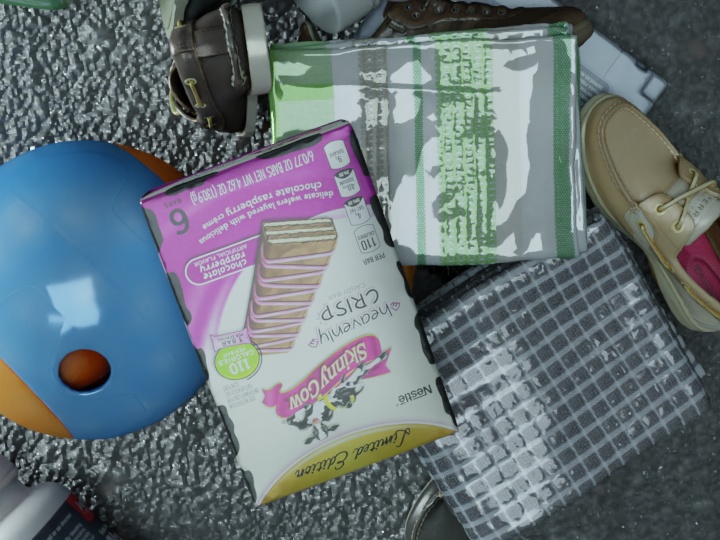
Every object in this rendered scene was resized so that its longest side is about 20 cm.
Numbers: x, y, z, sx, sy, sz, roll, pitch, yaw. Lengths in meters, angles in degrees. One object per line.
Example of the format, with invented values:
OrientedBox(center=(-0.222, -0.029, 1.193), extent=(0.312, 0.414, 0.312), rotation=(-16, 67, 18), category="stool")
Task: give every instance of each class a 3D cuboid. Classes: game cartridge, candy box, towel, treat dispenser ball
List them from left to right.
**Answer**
OrientedBox(center=(-0.183, 0.013, 0.977), extent=(0.200, 0.201, 0.202), rotation=(1, 101, 4), category="treat dispenser ball")
OrientedBox(center=(-0.037, 0.025, 0.884), extent=(0.136, 0.061, 0.201), rotation=(-21, 100, -1), category="candy box")
OrientedBox(center=(0.042, -0.077, 0.914), extent=(0.199, 0.031, 0.150), rotation=(-3, 91, 3), category="towel")
OrientedBox(center=(0.096, -0.136, 1.013), extent=(0.200, 0.042, 0.133), rotation=(36, 105, -3), category="game cartridge")
OrientedBox(center=(0.119, 0.068, 0.969), extent=(0.200, 0.086, 0.166), rotation=(-33, 93, -2), category="towel")

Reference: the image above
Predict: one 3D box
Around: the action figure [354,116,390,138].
OrientedBox(center=(0.019, -0.077, 0.963), extent=(0.199, 0.065, 0.052), rotation=(-17, 86, -1), category="action figure")

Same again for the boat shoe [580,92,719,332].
OrientedBox(center=(0.218, -0.038, 0.980), extent=(0.074, 0.069, 0.200), rotation=(-48, 115, -18), category="boat shoe")

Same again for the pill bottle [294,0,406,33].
OrientedBox(center=(0.037, -0.246, 0.926), extent=(0.200, 0.114, 0.114), rotation=(-36, 97, -11), category="pill bottle")

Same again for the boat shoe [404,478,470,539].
OrientedBox(center=(0.113, 0.152, 1.056), extent=(0.200, 0.057, 0.067), rotation=(-36, 97, 10), category="boat shoe")

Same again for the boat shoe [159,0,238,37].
OrientedBox(center=(-0.097, -0.193, 0.939), extent=(0.067, 0.200, 0.072), rotation=(-6, 92, -15), category="boat shoe")

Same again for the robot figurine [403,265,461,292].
OrientedBox(center=(0.000, 0.000, 1.034), extent=(0.144, 0.058, 0.201), rotation=(-18, 99, 8), category="robot figurine")

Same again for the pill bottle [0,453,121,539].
OrientedBox(center=(-0.232, 0.227, 1.064), extent=(0.200, 0.120, 0.120), rotation=(44, 101, -5), category="pill bottle")

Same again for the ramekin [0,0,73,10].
OrientedBox(center=(-0.219, -0.264, 0.931), extent=(0.097, 0.200, 0.201), rotation=(12, 102, -6), category="ramekin")

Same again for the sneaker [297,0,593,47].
OrientedBox(center=(0.052, -0.154, 0.960), extent=(0.199, 0.070, 0.076), rotation=(-16, 96, 6), category="sneaker")

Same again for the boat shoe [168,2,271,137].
OrientedBox(center=(-0.096, -0.126, 0.944), extent=(0.059, 0.200, 0.072), rotation=(-9, 88, -9), category="boat shoe")
